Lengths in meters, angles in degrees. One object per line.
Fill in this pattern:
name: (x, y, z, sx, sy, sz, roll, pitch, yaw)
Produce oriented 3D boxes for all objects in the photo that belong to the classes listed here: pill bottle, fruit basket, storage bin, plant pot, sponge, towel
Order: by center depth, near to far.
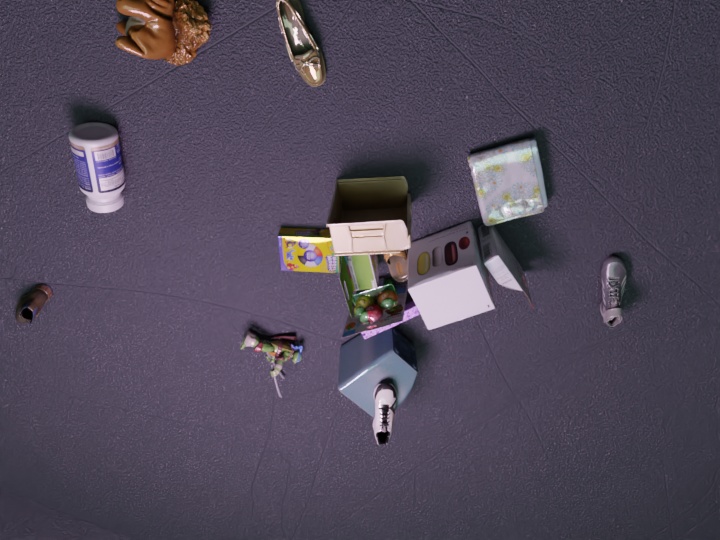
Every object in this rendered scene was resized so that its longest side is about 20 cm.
storage bin: (0.028, -0.138, 1.368, 0.192, 0.203, 0.096, -3, 128, 8)
towel: (0.367, -0.215, 1.372, 0.166, 0.049, 0.204, -14, 123, 14)
pill bottle: (-0.663, -0.259, 1.406, 0.112, 0.117, 0.204, 9, 126, -1)
fruit basket: (0.040, 0.103, 1.543, 0.180, 0.201, 0.096, -17, 109, 18)
sponge: (0.100, 0.136, 1.613, 0.196, 0.111, 0.030, -27, 94, 22)
plant pot: (0.067, 0.293, 1.686, 0.195, 0.198, 0.199, 40, 115, -22)

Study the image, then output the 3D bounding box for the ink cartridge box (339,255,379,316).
ink cartridge box: (0.000, 0.000, 1.462, 0.073, 0.203, 0.150, -6, 133, 10)

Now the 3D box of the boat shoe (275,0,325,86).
boat shoe: (-0.132, -0.498, 1.211, 0.071, 0.064, 0.205, -10, 124, 13)

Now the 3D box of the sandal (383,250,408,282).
sandal: (0.092, -0.042, 1.521, 0.078, 0.055, 0.204, -12, 124, 14)

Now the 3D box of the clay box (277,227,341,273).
clay box: (-0.127, -0.055, 1.539, 0.193, 0.048, 0.118, 3, 126, 5)

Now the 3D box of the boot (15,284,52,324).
boot: (-1.052, 0.128, 1.736, 0.074, 0.098, 0.199, 39, 120, -22)

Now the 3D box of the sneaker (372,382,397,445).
sneaker: (0.073, 0.419, 1.608, 0.071, 0.081, 0.206, -1, 117, -2)

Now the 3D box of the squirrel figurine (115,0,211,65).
squirrel figurine: (-0.415, -0.552, 1.180, 0.195, 0.143, 0.190, 17, 117, -25)

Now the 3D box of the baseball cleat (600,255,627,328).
baseball cleat: (0.694, 0.066, 1.503, 0.068, 0.108, 0.204, -5, 123, 16)

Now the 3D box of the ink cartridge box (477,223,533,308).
ink cartridge box: (0.379, -0.008, 1.449, 0.046, 0.162, 0.201, -28, 119, 22)

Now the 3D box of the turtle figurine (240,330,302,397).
turtle figurine: (-0.293, 0.285, 1.742, 0.190, 0.145, 0.202, 28, 121, -10)

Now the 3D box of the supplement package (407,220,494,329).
supplement package: (0.233, 0.011, 1.453, 0.187, 0.203, 0.149, -20, 123, 19)
